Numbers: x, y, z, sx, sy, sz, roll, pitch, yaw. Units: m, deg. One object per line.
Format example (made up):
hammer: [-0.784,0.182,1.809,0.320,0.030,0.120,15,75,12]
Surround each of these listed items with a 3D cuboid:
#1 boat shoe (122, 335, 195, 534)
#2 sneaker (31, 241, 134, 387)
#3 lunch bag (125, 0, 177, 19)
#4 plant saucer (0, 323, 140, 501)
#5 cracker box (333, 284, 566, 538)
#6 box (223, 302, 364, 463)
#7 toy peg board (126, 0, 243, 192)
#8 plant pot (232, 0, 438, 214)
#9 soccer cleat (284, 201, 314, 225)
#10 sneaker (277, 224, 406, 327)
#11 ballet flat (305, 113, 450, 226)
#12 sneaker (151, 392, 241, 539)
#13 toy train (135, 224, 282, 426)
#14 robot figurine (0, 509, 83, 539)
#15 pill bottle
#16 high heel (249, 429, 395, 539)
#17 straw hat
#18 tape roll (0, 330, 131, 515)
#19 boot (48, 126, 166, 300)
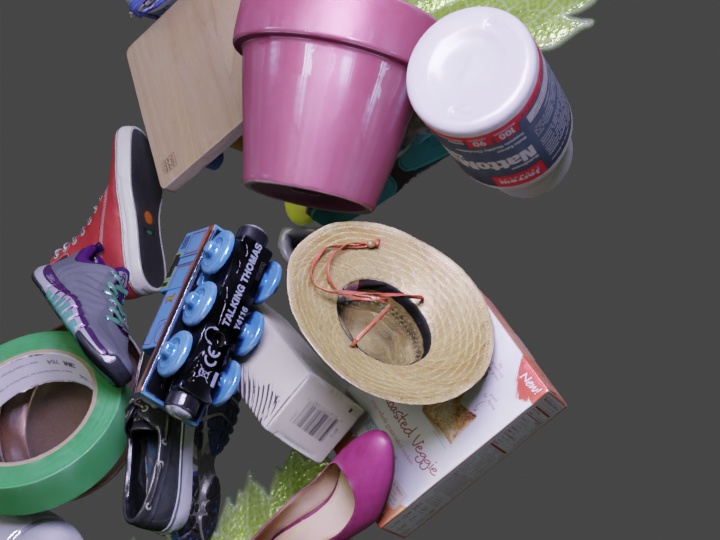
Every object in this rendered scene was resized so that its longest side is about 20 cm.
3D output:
boat shoe: [-0.197,0.150,1.251,0.068,0.056,0.202,-20,65,37]
sneaker: [-0.263,0.035,1.326,0.087,0.075,0.200,-35,47,-12]
lunch bag: [-0.189,-0.357,1.463,0.199,0.160,0.076,-36,92,9]
plant saucer: [-0.303,0.152,1.402,0.198,0.034,0.202,-10,67,25]
cracker box: [0.071,0.130,1.202,0.200,0.058,0.134,-40,57,8]
box: [-0.080,0.095,1.241,0.069,0.082,0.200,-50,33,2]
toy peg board: [-0.143,-0.211,1.439,0.199,0.097,0.202,-36,57,29]
plant pot: [-0.031,-0.154,1.218,0.198,0.200,0.181,8,84,29]
soccer cleat: [-0.041,-0.147,1.351,0.064,0.084,0.202,15,78,31]
sneaker: [0.000,0.000,1.264,0.198,0.099,0.079,9,75,30]
ballet flat: [0.028,-0.116,1.319,0.199,0.072,0.072,-30,60,5]
sneaker: [-0.183,0.170,1.310,0.084,0.077,0.202,1,71,32]
toy train: [-0.147,0.049,1.220,0.114,0.086,0.202,-14,49,52]
robot figurine: [-0.357,0.287,1.330,0.199,0.112,0.171,25,117,32]
pill bottle: [0.129,-0.143,1.191,0.118,0.200,0.121,-8,69,22]
high heel: [-0.042,0.217,1.156,0.068,0.095,0.201,53,130,35]
straw hat: [0.015,0.057,1.175,0.202,0.199,0.085,65,147,30]
tape roll: [-0.330,0.151,1.319,0.198,0.048,0.202,-8,44,7]
boot: [-0.294,-0.057,1.459,0.143,0.072,0.202,-14,69,24]
